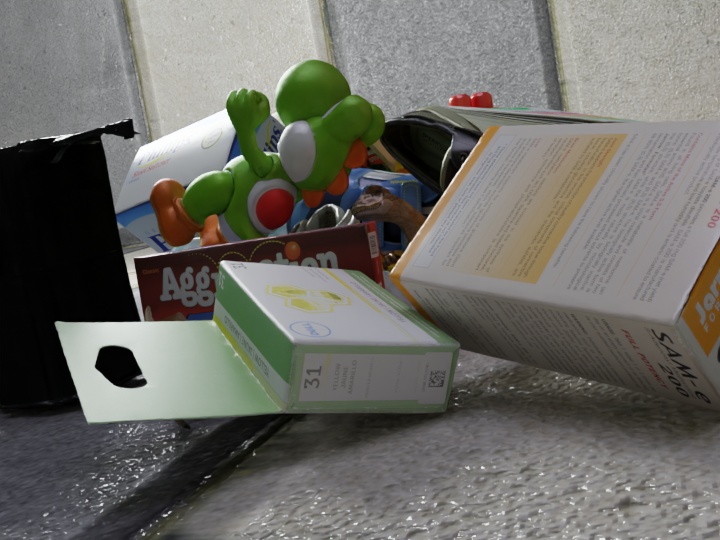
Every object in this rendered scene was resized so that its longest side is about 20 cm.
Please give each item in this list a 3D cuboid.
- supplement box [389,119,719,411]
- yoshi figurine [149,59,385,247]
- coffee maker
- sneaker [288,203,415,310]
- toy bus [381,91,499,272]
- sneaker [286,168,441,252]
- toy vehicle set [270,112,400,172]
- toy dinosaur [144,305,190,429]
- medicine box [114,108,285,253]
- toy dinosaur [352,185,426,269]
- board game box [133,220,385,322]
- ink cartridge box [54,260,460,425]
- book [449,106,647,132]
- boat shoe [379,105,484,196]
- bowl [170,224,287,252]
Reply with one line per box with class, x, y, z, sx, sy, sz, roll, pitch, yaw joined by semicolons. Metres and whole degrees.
supplement box;0.127;-0.012;0.521;0.199;0.074;0.127;10;59;52
yoshi figurine;-0.070;-0.093;0.759;0.199;0.113;0.113;-31;10;24
coffee maker;-0.245;0.002;0.760;0.133;0.203;0.191;-17;7;-36
sneaker;0.000;0.000;0.776;0.073;0.117;0.200;-12;4;16
toy bus;0.096;-0.079;0.979;0.198;0.195;0.135;-15;9;-27
sneaker;0.033;-0.051;0.840;0.197;0.075;0.082;-9;18;-19
toy vehicle set;-0.062;-0.120;1.037;0.198;0.027;0.124;-14;-41;37
toy dinosaur;-0.094;0.068;0.644;0.197;0.059;0.101;9;4;26
medicine box;-0.126;-0.063;1.026;0.180;0.104;0.200;-15;-40;37
toy dinosaur;0.076;0.003;0.736;0.060;0.107;0.199;-25;-45;30
board game box;-0.073;0.029;0.694;0.197;0.105;0.019;-8;4;25
ink cartridge box;-0.063;0.036;0.547;0.197;0.049;0.145;4;15;-26
book;0.190;-0.121;0.863;0.132;0.049;0.199;-7;17;-33
boat shoe;0.089;-0.079;0.769;0.065;0.073;0.200;-14;34;-33
bowl;-0.106;0.012;0.892;0.198;0.107;0.201;-11;6;1
